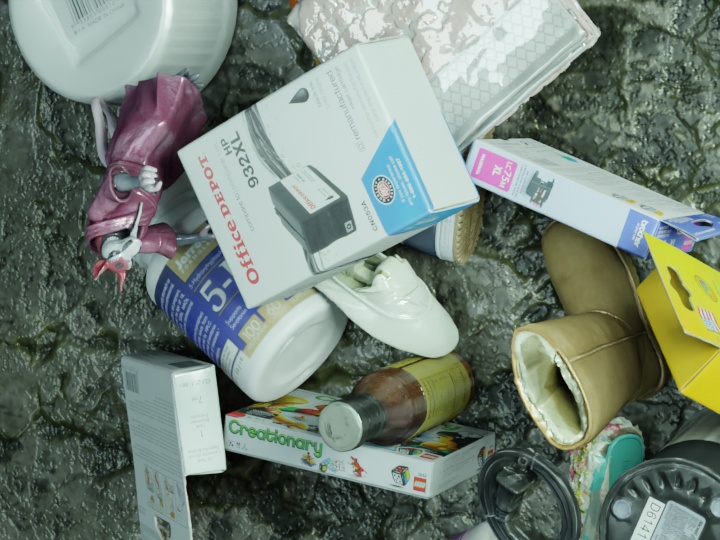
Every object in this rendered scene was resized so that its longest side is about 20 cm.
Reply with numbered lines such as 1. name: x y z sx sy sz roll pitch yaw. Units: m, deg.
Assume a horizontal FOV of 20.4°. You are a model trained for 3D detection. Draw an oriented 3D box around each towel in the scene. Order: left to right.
1. towel: 0.061 -0.196 1.592 0.200 0.032 0.191 -41 78 22

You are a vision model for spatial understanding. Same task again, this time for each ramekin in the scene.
1. ramekin: -0.219 -0.240 1.794 0.199 0.098 0.202 4 99 27

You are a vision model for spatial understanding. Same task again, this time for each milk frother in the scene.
1. milk frother: 0.219 0.172 1.555 0.200 0.188 0.181 44 113 12

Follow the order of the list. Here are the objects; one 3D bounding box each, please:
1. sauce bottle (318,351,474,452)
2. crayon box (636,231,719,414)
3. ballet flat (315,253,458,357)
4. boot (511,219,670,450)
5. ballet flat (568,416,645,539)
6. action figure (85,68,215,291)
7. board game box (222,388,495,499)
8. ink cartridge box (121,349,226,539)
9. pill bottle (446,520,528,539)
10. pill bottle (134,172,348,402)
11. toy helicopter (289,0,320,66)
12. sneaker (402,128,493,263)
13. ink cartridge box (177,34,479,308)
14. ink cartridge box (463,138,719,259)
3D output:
1. sauce bottle: 0.028 0.109 1.649 0.066 0.200 0.066 4 99 29
2. crayon box: 0.284 0.061 1.491 0.199 0.127 0.051 28 117 -26
3. ballet flat: 0.000 0.000 1.680 0.200 0.069 0.070 35 111 10
4. boot: 0.167 0.041 1.566 0.066 0.200 0.176 -36 80 26
5. ballet flat: 0.195 0.216 1.659 0.064 0.075 0.201 19 103 56
6. action figure: -0.195 -0.075 1.672 0.148 0.134 0.201 5 57 23
7. board game box: 0.000 0.146 1.710 0.199 0.126 0.035 11 102 26
8. ink cartridge box: -0.163 0.165 1.778 0.200 0.043 0.175 -175 77 -71
9. pill bottle: 0.060 0.299 1.706 0.200 0.112 0.113 -32 82 27
10. pill bottle: -0.117 0.008 1.757 0.200 0.120 0.120 42 113 21
11. toy helicopter: -0.013 -0.158 1.701 0.132 0.079 0.201 50 136 40
12. sneaker: 0.052 -0.113 1.673 0.108 0.070 0.201 14 105 24
13. ink cartridge box: -0.028 -0.076 1.592 0.199 0.084 0.146 -27 86 33
14. ink cartridge box: 0.191 -0.053 1.587 0.199 0.119 0.042 23 104 23
